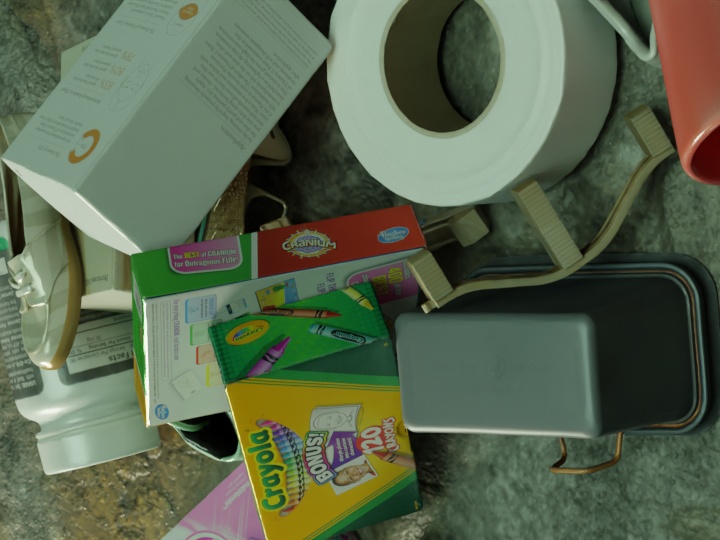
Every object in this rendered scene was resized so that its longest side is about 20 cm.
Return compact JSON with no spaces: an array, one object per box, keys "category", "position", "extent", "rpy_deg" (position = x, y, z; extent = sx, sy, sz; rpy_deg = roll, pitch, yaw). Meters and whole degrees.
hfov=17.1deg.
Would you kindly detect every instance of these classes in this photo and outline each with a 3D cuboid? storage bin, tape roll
[{"category":"storage bin","position":[0.124,0.069,1.613],"extent":[0.199,0.134,0.146],"rpy_deg":[0,98,37]},{"category":"tape roll","position":[0.074,-0.146,1.644],"extent":[0.202,0.071,0.203],"rpy_deg":[4,97,37]}]

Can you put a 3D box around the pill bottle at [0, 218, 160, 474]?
[{"category":"pill bottle","position":[-0.226,0.052,1.877],"extent":[0.113,0.113,0.201],"rpy_deg":[-14,89,37]}]

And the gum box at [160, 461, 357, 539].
[{"category":"gum box","position":[-0.096,0.239,1.842],"extent":[0.200,0.066,0.114],"rpy_deg":[-44,71,33]}]

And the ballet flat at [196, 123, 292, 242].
[{"category":"ballet flat","position":[-0.084,-0.068,1.789],"extent":[0.065,0.071,0.201],"rpy_deg":[7,97,0]}]

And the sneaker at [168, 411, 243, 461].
[{"category":"sneaker","position":[-0.122,0.063,1.800],"extent":[0.200,0.118,0.074],"rpy_deg":[44,122,23]}]

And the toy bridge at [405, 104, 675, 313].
[{"category":"toy bridge","position":[0.125,-0.029,1.591],"extent":[0.200,0.027,0.067],"rpy_deg":[-34,100,-5]}]

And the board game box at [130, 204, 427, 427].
[{"category":"board game box","position":[-0.059,0.033,1.673],"extent":[0.153,0.199,0.040],"rpy_deg":[96,160,-51]}]

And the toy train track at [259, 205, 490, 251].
[{"category":"toy train track","position":[0.000,0.000,1.723],"extent":[0.199,0.033,0.115],"rpy_deg":[-21,125,23]}]

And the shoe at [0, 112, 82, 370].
[{"category":"shoe","position":[-0.245,-0.024,1.782],"extent":[0.070,0.053,0.201],"rpy_deg":[-29,61,57]}]

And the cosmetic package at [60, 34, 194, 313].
[{"category":"cosmetic package","position":[-0.177,-0.074,1.799],"extent":[0.105,0.071,0.201],"rpy_deg":[-16,72,56]}]

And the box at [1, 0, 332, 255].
[{"category":"box","position":[-0.136,-0.117,1.673],"extent":[0.200,0.097,0.124],"rpy_deg":[-53,33,-10]}]

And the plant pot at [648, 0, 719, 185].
[{"category":"plant pot","position":[0.260,-0.172,1.448],"extent":[0.200,0.200,0.178],"rpy_deg":[-30,70,35]}]

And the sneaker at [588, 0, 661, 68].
[{"category":"sneaker","position":[0.159,-0.217,1.566],"extent":[0.075,0.088,0.200],"rpy_deg":[-45,71,34]}]

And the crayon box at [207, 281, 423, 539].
[{"category":"crayon box","position":[-0.029,0.106,1.680],"extent":[0.200,0.118,0.058],"rpy_deg":[79,174,-47]}]
